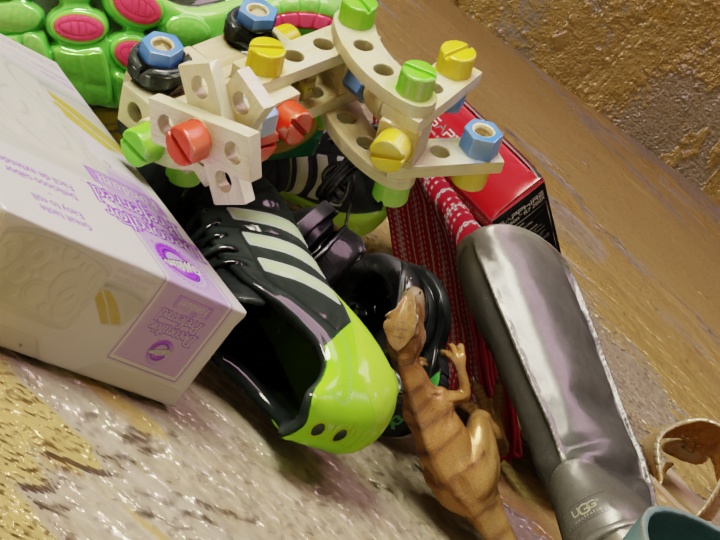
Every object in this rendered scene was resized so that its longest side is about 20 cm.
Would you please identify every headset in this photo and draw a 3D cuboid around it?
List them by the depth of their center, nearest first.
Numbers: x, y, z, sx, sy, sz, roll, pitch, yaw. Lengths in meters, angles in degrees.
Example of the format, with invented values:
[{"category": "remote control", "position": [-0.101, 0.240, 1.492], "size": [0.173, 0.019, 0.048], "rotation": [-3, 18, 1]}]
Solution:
[{"category": "headset", "position": [0.000, 0.000, 1.071], "size": [0.123, 0.094, 0.200], "rotation": [34, 25, -27]}]

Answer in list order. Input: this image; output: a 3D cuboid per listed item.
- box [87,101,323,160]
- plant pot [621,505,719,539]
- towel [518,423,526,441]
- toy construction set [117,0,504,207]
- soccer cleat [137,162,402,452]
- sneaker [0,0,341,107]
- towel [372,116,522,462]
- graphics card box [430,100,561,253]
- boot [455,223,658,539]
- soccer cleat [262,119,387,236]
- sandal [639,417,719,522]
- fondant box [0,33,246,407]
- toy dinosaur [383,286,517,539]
[{"category": "box", "position": [-0.104, -0.108, 1.087], "size": [0.199, 0.049, 0.117], "rotation": [-10, 45, -40]}, {"category": "plant pot", "position": [0.126, 0.196, 0.651], "size": [0.200, 0.135, 0.200], "rotation": [37, 13, -10]}, {"category": "towel", "position": [0.111, 0.064, 1.212], "size": [0.152, 0.023, 0.201], "rotation": [37, 23, -47]}, {"category": "toy construction set", "position": [-0.033, -0.070, 0.908], "size": [0.131, 0.092, 0.199], "rotation": [39, 30, 26]}, {"category": "soccer cleat", "position": [-0.058, 0.004, 0.924], "size": [0.200, 0.068, 0.081], "rotation": [49, 20, 28]}, {"category": "sneaker", "position": [-0.105, -0.124, 1.017], "size": [0.199, 0.077, 0.084], "rotation": [6, 15, -28]}, {"category": "towel", "position": [0.046, 0.006, 1.151], "size": [0.200, 0.022, 0.145], "rotation": [-122, -159, -59]}, {"category": "graphics card box", "position": [0.085, -0.035, 1.374], "size": [0.126, 0.051, 0.200], "rotation": [47, -10, 30]}, {"category": "boot", "position": [0.118, 0.093, 0.995], "size": [0.182, 0.072, 0.201], "rotation": [56, 6, -49]}, {"category": "soccer cleat", "position": [-0.040, -0.079, 1.262], "size": [0.200, 0.081, 0.068], "rotation": [24, 19, -51]}, {"category": "sandal", "position": [0.220, 0.133, 1.310], "size": [0.078, 0.070, 0.212], "rotation": [41, 12, 5]}, {"category": "fondant box", "position": [-0.154, -0.041, 0.844], "size": [0.144, 0.058, 0.200], "rotation": [26, 20, -49]}, {"category": "toy dinosaur", "position": [0.053, 0.104, 0.969], "size": [0.201, 0.060, 0.106], "rotation": [60, 12, -7]}]
